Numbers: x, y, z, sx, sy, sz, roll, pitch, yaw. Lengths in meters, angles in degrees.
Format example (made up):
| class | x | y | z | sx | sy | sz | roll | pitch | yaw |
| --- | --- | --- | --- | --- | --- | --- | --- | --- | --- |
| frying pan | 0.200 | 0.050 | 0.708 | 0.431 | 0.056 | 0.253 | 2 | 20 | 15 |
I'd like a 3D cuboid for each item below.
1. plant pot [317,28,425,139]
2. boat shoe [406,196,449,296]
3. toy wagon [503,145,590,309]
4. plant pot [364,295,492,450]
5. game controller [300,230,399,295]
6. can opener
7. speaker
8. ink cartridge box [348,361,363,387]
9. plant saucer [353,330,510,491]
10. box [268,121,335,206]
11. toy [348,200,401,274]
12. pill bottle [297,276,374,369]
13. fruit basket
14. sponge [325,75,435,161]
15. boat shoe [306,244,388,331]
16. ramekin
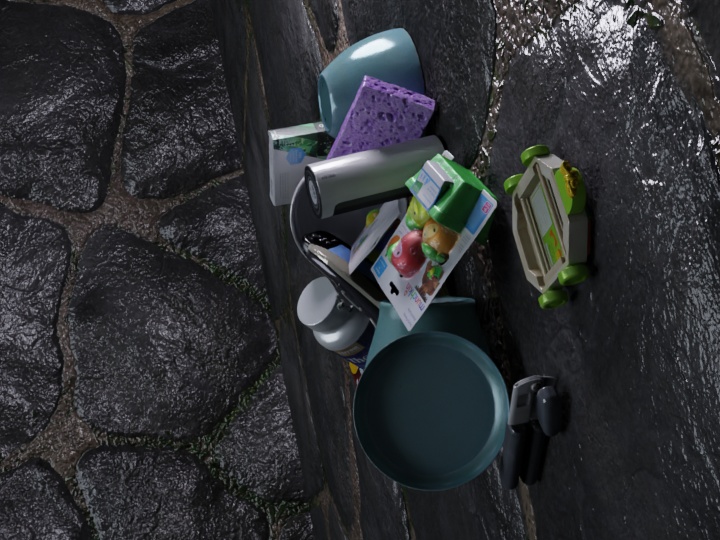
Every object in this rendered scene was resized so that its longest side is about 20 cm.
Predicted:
| class | x | y | z | sx | sy | sz | roll | pitch | yaw |
| --- | --- | --- | --- | --- | --- | --- | --- | --- | --- |
| plant pot | 0.009 | -0.267 | 1.714 | 0.200 | 0.134 | 0.202 | 171 | 90 | -77 |
| boat shoe | 0.103 | -0.014 | 1.668 | 0.073 | 0.062 | 0.202 | 51 | -148 | -85 |
| toy wagon | 0.208 | -0.056 | 1.191 | 0.200 | 0.039 | 0.156 | 112 | 146 | -66 |
| plant pot | 0.095 | 0.132 | 1.516 | 0.200 | 0.199 | 0.189 | -170 | 79 | -77 |
| game controller | 0.000 | 0.000 | 1.711 | 0.042 | 0.199 | 0.104 | -61 | -14 | 27 |
| can opener | 0.208 | 0.207 | 1.349 | 0.067 | 0.053 | 0.201 | -112 | 17 | -47 |
| speaker | 0.025 | -0.136 | 1.587 | 0.081 | 0.199 | 0.082 | 165 | 90 | -76 |
| ink cartridge box | 0.025 | 0.118 | 2.033 | 0.201 | 0.083 | 0.176 | 92 | 163 | -44 |
| plant saucer | 0.090 | 0.178 | 1.409 | 0.027 | 0.199 | 0.202 | 83 | 177 | -85 |
| box | -0.061 | -0.194 | 1.930 | 0.036 | 0.199 | 0.145 | -118 | 22 | -43 |
| toy | 0.034 | -0.052 | 1.669 | 0.115 | 0.047 | 0.200 | -51 | 12 | 11 |
| pill bottle | -0.006 | 0.088 | 1.756 | 0.200 | 0.111 | 0.111 | 34 | -155 | -42 |
| fruit basket | 0.085 | -0.046 | 1.449 | 0.200 | 0.093 | 0.185 | -52 | 29 | 13 |
| sponge | 0.023 | -0.194 | 1.646 | 0.200 | 0.111 | 0.030 | 119 | 165 | -46 |
| boat shoe | -0.012 | 0.040 | 1.624 | 0.200 | 0.063 | 0.073 | 40 | -165 | 11 |
| ramekin | -0.016 | -0.099 | 1.816 | 0.105 | 0.199 | 0.202 | -95 | 0 | -72 |
